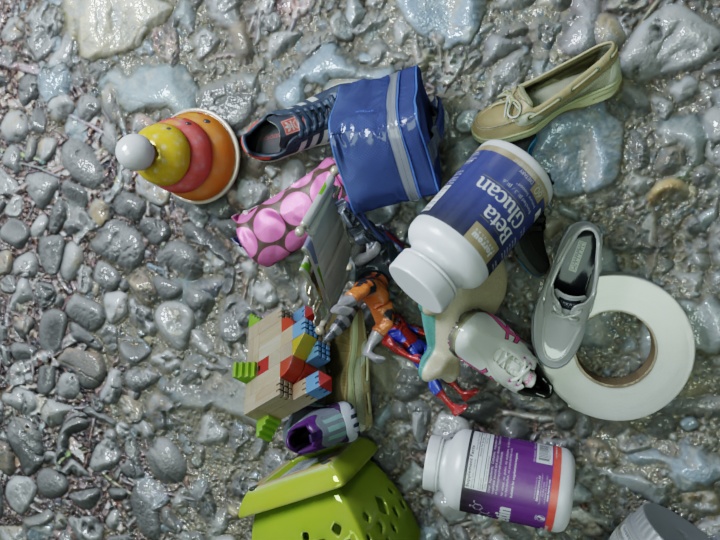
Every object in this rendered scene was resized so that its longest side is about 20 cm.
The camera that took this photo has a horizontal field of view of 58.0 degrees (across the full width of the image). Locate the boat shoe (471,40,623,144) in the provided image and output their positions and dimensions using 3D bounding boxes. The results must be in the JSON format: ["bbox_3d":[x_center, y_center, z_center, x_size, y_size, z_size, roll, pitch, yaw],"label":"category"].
[{"bbox_3d":[0.234,-0.228,0.837,0.200,0.063,0.073,-19,48,14],"label":"boat shoe"}]

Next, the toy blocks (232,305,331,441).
[{"bbox_3d":[-0.101,0.124,0.939,0.136,0.201,0.100,-33,132,28],"label":"toy blocks"}]

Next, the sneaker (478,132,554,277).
[{"bbox_3d":[0.224,-0.090,0.869,0.082,0.073,0.201,-18,93,17],"label":"sneaker"}]

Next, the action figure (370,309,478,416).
[{"bbox_3d":[0.087,0.118,0.942,0.200,0.065,0.052,44,137,5],"label":"action figure"}]

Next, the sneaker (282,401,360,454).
[{"bbox_3d":[-0.085,0.231,0.938,0.200,0.087,0.075,-35,71,52],"label":"sneaker"}]

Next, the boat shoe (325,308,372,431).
[{"bbox_3d":[-0.011,0.144,0.969,0.073,0.063,0.202,4,96,54],"label":"boat shoe"}]

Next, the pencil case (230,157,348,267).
[{"bbox_3d":[-0.089,-0.087,0.950,0.199,0.091,0.094,-30,89,15],"label":"pencil case"}]

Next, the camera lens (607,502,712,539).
[{"bbox_3d":[0.378,0.433,0.854,0.160,0.160,0.201,31,105,9],"label":"camera lens"}]

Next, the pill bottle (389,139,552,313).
[{"bbox_3d":[0.128,-0.049,0.775,0.111,0.111,0.200,40,77,7],"label":"pill bottle"}]

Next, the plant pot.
[{"bbox_3d":[-0.050,0.364,0.949,0.198,0.200,0.182,-23,85,18],"label":"plant pot"}]

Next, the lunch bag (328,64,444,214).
[{"bbox_3d":[0.046,-0.177,0.848,0.132,0.200,0.136,-10,126,13],"label":"lunch bag"}]

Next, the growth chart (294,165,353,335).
[{"bbox_3d":[-0.046,-0.019,0.876,0.018,0.145,0.201,12,137,20],"label":"growth chart"}]

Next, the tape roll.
[{"bbox_3d":[0.343,0.103,0.883,0.202,0.037,0.204,2,98,14],"label":"tape roll"}]

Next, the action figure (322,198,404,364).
[{"bbox_3d":[0.000,0.000,0.893,0.104,0.194,0.200,-20,128,36],"label":"action figure"}]

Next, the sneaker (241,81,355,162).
[{"bbox_3d":[-0.082,-0.209,0.930,0.199,0.084,0.075,-25,91,17],"label":"sneaker"}]

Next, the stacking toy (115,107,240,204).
[{"bbox_3d":[-0.274,-0.165,0.929,0.145,0.200,0.147,2,99,14],"label":"stacking toy"}]

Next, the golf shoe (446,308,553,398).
[{"bbox_3d":[0.188,0.110,0.842,0.092,0.200,0.073,30,87,45],"label":"golf shoe"}]

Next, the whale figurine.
[{"bbox_3d":[0.120,0.051,0.889,0.104,0.159,0.201,22,98,42],"label":"whale figurine"}]

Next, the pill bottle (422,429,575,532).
[{"bbox_3d":[0.192,0.289,0.910,0.199,0.112,0.113,7,100,15],"label":"pill bottle"}]

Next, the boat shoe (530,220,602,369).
[{"bbox_3d":[0.265,0.035,0.842,0.073,0.065,0.201,10,99,14],"label":"boat shoe"}]
